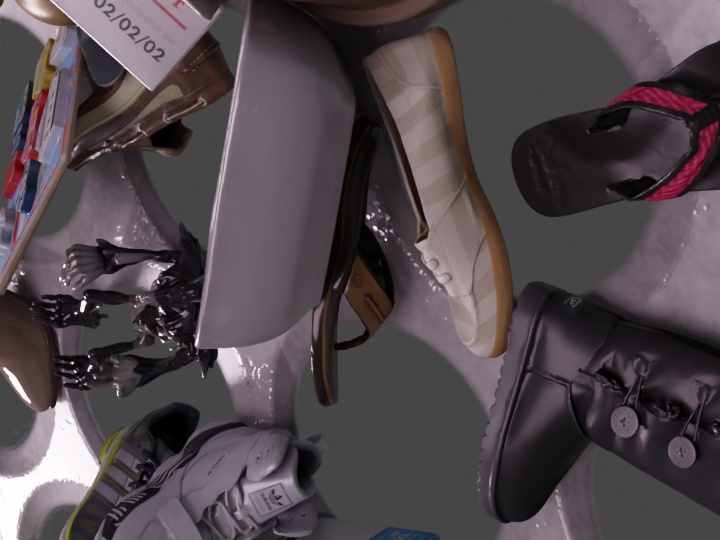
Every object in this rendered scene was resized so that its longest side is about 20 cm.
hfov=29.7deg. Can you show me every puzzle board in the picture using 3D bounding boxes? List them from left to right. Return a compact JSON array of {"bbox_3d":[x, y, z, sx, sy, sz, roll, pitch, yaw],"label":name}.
[{"bbox_3d":[-0.236,-0.104,1.001,0.151,0.017,0.202,-53,30,40],"label":"puzzle board"}]

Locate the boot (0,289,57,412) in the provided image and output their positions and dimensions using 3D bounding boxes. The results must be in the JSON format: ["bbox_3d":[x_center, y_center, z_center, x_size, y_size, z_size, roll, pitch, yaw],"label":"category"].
[{"bbox_3d":[-0.344,0.046,1.146,0.070,0.146,0.203,-11,99,40],"label":"boot"}]

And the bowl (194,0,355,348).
[{"bbox_3d":[-0.052,-0.064,0.845,0.073,0.200,0.203,8,109,-7],"label":"bowl"}]

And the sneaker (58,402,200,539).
[{"bbox_3d":[-0.170,0.172,1.029,0.073,0.201,0.081,34,121,-19],"label":"sneaker"}]

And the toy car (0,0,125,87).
[{"bbox_3d":[-0.221,-0.219,0.923,0.199,0.157,0.166,38,116,16],"label":"toy car"}]

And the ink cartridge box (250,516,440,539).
[{"bbox_3d":[-0.030,0.264,0.999,0.198,0.083,0.147,-1,107,40],"label":"ink cartridge box"}]

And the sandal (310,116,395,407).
[{"bbox_3d":[0.000,0.000,0.897,0.054,0.082,0.203,11,106,-1],"label":"sandal"}]

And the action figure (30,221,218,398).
[{"bbox_3d":[-0.176,0.038,1.032,0.199,0.101,0.121,-22,80,45],"label":"action figure"}]

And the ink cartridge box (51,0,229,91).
[{"bbox_3d":[-0.131,-0.179,0.780,0.115,0.200,0.068,41,108,-13],"label":"ink cartridge box"}]

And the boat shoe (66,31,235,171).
[{"bbox_3d":[-0.160,-0.109,0.984,0.075,0.075,0.201,47,142,-12],"label":"boat shoe"}]

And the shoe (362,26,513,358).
[{"bbox_3d":[0.047,-0.043,0.824,0.070,0.053,0.203,179,78,-79],"label":"shoe"}]

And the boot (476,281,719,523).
[{"bbox_3d":[0.171,0.112,0.790,0.198,0.065,0.167,21,121,29],"label":"boot"}]

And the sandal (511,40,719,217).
[{"bbox_3d":[0.157,-0.069,0.741,0.198,0.045,0.076,-19,93,43],"label":"sandal"}]

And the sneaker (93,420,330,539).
[{"bbox_3d":[-0.102,0.174,0.958,0.114,0.200,0.076,-9,116,36],"label":"sneaker"}]

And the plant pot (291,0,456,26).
[{"bbox_3d":[-0.026,-0.224,0.739,0.198,0.174,0.203,12,114,27],"label":"plant pot"}]
